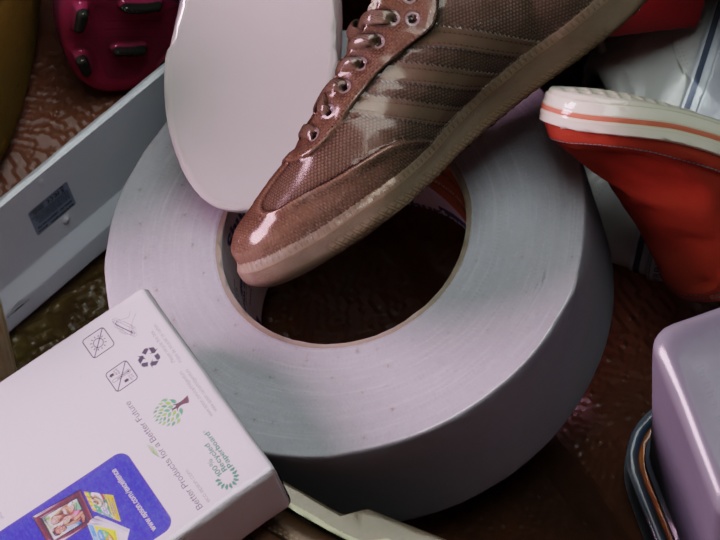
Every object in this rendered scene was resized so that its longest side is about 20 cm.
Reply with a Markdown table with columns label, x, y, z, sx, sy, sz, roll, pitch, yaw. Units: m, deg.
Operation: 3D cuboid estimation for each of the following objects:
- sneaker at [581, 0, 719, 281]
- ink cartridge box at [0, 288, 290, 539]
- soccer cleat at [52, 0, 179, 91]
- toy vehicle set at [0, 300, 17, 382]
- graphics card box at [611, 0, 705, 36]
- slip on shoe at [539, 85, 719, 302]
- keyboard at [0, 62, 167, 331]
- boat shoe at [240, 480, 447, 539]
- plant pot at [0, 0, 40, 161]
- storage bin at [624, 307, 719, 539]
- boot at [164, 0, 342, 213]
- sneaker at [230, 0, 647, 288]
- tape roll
| label | x | y | z | sx | sy | sz | roll | pitch | yaw |
| --- | --- | --- | --- | --- | --- | --- | --- | --- | --- |
| sneaker | 0.134 | -0.090 | 1.219 | 0.071 | 0.073 | 0.200 | 17 | 59 | 7 |
| ink cartridge box | -0.135 | 0.101 | 1.048 | 0.200 | 0.039 | 0.100 | -33 | 62 | -8 |
| soccer cleat | -0.101 | -0.170 | 1.203 | 0.070 | 0.200 | 0.086 | -8 | 47 | -15 |
| toy vehicle set | -0.235 | 0.048 | 1.100 | 0.199 | 0.124 | 0.027 | -10 | 58 | -7 |
| graphics card box | 0.045 | -0.157 | 1.215 | 0.125 | 0.051 | 0.200 | -10 | 34 | -32 |
| slip on shoe | 0.140 | -0.019 | 1.118 | 0.074 | 0.200 | 0.061 | 15 | 77 | 46 |
| keyboard | -0.129 | -0.021 | 1.186 | 0.200 | 0.056 | 0.011 | -42 | 42 | -23 |
| boat shoe | -0.044 | 0.117 | 1.087 | 0.200 | 0.072 | 0.068 | 17 | 71 | 19 |
| plant pot | -0.231 | -0.128 | 1.182 | 0.194 | 0.196 | 0.200 | 22 | 49 | 14 |
| storage bin | 0.201 | 0.065 | 1.060 | 0.200 | 0.134 | 0.146 | -20 | 63 | 2 |
| boot | -0.035 | -0.122 | 1.148 | 0.073 | 0.090 | 0.201 | 4 | 89 | 8 |
| sneaker | 0.017 | -0.077 | 1.082 | 0.200 | 0.070 | 0.076 | -39 | 98 | -7 |
| tape roll | 0.000 | 0.000 | 1.141 | 0.200 | 0.066 | 0.201 | -7 | 60 | 12 |
